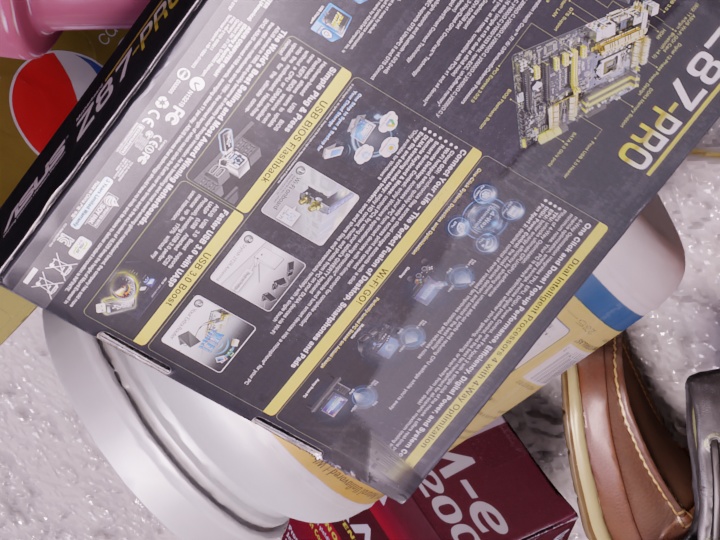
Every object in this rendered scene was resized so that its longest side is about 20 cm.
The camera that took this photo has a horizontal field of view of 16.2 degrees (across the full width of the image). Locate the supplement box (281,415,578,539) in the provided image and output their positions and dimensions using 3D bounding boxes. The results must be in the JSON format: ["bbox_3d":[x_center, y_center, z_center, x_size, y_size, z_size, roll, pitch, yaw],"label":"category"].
[{"bbox_3d":[0.021,0.126,1.101,0.109,0.061,0.200,54,151,26],"label":"supplement box"}]

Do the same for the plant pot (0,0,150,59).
[{"bbox_3d":[-0.054,-0.161,0.829,0.178,0.200,0.200,10,137,2],"label":"plant pot"}]

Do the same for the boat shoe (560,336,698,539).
[{"bbox_3d":[0.135,0.105,1.054,0.067,0.072,0.201,-15,118,16],"label":"boat shoe"}]

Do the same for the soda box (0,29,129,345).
[{"bbox_3d":[-0.101,-0.064,0.929,0.068,0.200,0.064,40,140,-8],"label":"soda box"}]

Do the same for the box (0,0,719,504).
[{"bbox_3d":[0.006,-0.042,0.781,0.161,0.049,0.200,30,111,-21],"label":"box"}]

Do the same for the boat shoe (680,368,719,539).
[{"bbox_3d":[0.141,0.127,0.991,0.066,0.072,0.202,7,111,2],"label":"boat shoe"}]

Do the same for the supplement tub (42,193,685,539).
[{"bbox_3d":[0.000,0.000,0.914,0.200,0.145,0.145,-36,110,12],"label":"supplement tub"}]
